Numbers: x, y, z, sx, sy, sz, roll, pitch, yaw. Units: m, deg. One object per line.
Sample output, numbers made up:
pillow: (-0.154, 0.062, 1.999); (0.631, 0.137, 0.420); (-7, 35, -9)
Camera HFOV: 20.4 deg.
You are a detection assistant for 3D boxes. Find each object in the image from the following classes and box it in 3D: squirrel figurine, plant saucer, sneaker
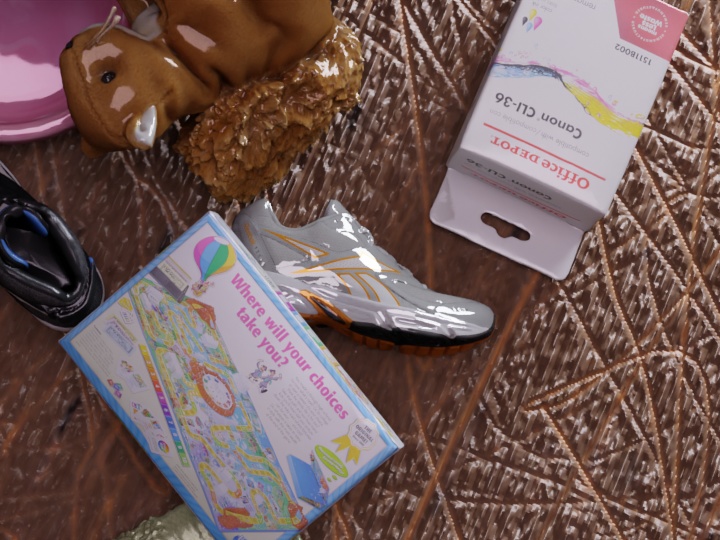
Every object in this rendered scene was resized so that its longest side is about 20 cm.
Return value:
squirrel figurine: (-0.100, -0.130, 1.327); (0.187, 0.141, 0.200); (-50, 118, -25)
plant saucer: (-0.245, -0.183, 1.389); (0.198, 0.051, 0.203); (1, 81, -7)
sneaker: (-0.250, -0.044, 1.334); (0.200, 0.112, 0.073); (39, 78, 1)
sneaker: (0.000, 0.000, 1.375); (0.198, 0.076, 0.093); (12, 75, -5)

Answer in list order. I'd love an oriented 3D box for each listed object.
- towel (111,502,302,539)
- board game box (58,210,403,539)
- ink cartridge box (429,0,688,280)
towel: (-0.083, 0.245, 1.343); (0.148, 0.036, 0.201); (-30, 86, -9)
board game box: (-0.085, 0.081, 1.319); (0.134, 0.034, 0.200); (-39, 85, 4)
ink cartridge box: (0.137, -0.108, 1.407); (0.116, 0.068, 0.201); (23, 79, -2)
